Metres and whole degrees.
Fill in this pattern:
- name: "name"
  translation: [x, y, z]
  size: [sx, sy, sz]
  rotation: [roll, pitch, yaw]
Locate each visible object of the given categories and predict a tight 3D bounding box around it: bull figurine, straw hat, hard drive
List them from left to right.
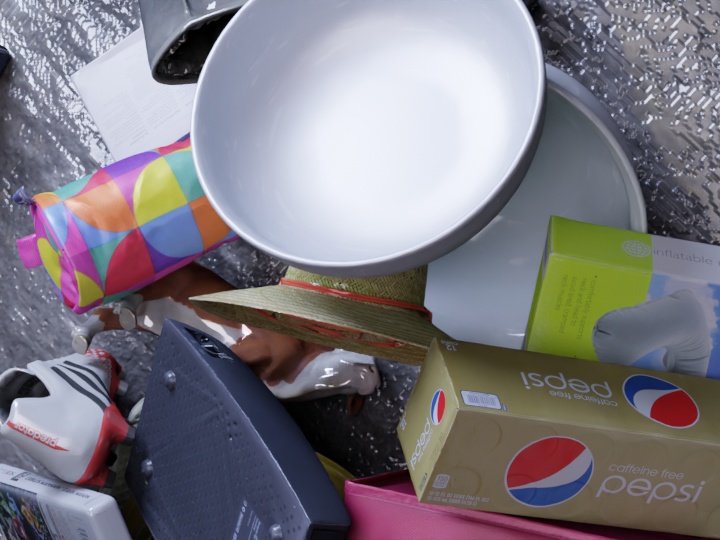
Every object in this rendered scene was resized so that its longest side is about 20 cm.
- name: "bull figurine"
  translation: [-0.085, 0.049, 1.303]
  size: [0.200, 0.121, 0.065]
  rotation: [27, 120, 24]
- name: "hard drive"
  translation: [-0.073, 0.131, 1.173]
  size: [0.200, 0.042, 0.135]
  rotation: [49, 131, 46]
- name: "straw hat"
  translation: [0.000, 0.000, 1.180]
  size: [0.200, 0.201, 0.085]
  rotation: [10, 84, 20]

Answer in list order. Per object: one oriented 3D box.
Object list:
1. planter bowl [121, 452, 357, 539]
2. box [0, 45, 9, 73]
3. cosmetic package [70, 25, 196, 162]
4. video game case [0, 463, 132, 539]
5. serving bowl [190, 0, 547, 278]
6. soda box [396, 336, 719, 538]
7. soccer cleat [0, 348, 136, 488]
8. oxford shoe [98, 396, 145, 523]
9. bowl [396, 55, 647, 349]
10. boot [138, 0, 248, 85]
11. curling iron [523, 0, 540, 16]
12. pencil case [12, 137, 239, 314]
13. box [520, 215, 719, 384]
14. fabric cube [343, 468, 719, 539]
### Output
- name: "planter bowl"
  translation: [-0.072, 0.212, 1.273]
  size: [0.199, 0.083, 0.201]
  rotation: [3, 108, 10]
- name: "box"
  translation: [-0.363, -0.103, 1.402]
  size: [0.148, 0.107, 0.200]
  rotation: [32, 99, 17]
- name: "cosmetic package"
  translation: [-0.086, -0.144, 1.331]
  size: [0.200, 0.051, 0.083]
  rotation: [-32, 75, 16]
- name: "video game case"
  translation: [-0.163, 0.222, 1.279]
  size: [0.182, 0.023, 0.201]
  rotation: [3, 117, 58]
- name: "serving bowl"
  translation: [0.011, -0.081, 1.117]
  size: [0.199, 0.066, 0.201]
  rotation: [-7, 65, 16]
- name: "soda box"
  translation: [0.127, 0.094, 1.114]
  size: [0.199, 0.064, 0.068]
  rotation: [10, 122, -19]
- name: "soccer cleat"
  translation: [-0.195, 0.083, 1.295]
  size: [0.085, 0.200, 0.069]
  rotation: [25, 97, -16]
- name: "oxford shoe"
  translation: [-0.147, 0.160, 1.350]
  size: [0.075, 0.058, 0.201]
  rotation: [24, 113, 1]
- name: "bowl"
  translation: [0.086, -0.055, 1.229]
  size: [0.200, 0.090, 0.202]
  rotation: [12, 124, 18]
- name: "boot"
  translation: [-0.137, -0.194, 1.303]
  size: [0.181, 0.073, 0.201]
  rotation: [-26, 58, 18]
- name: "curling iron"
  translation: [0.048, -0.105, 1.288]
  size: [0.026, 0.050, 0.200]
  rotation: [45, 107, 27]
- name: "pencil case"
  translation: [-0.115, -0.045, 1.280]
  size: [0.199, 0.088, 0.089]
  rotation: [-24, 80, -17]
- name: "box"
  translation: [0.195, 0.044, 1.172]
  size: [0.199, 0.048, 0.122]
  rotation: [10, 125, 0]
- name: "fabric cube"
  translation: [0.094, 0.231, 1.183]
  size: [0.195, 0.200, 0.200]
  rotation: [11, 93, 21]
